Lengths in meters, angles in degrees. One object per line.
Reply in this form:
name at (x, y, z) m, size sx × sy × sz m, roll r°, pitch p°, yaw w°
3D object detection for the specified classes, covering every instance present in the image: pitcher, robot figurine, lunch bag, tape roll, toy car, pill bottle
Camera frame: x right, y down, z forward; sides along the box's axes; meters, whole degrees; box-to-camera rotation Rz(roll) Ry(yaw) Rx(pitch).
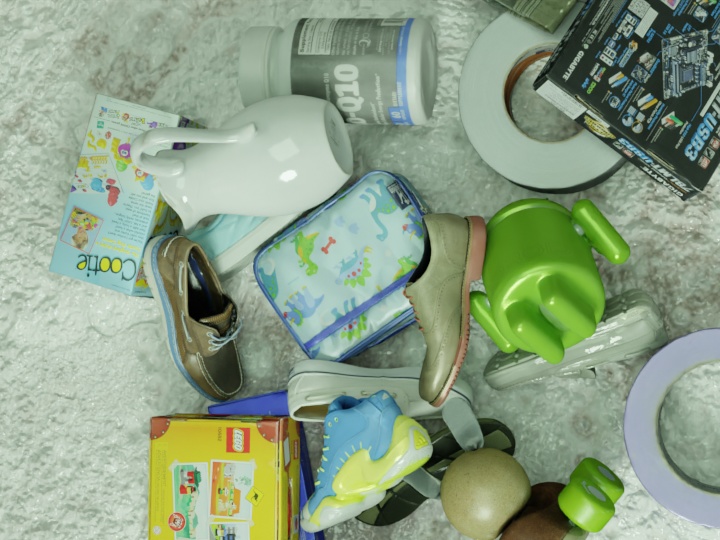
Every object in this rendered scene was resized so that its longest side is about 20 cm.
pitcher at (-0.122, -0.118, 1.638) m, size 0.199 × 0.172 × 0.122 m, roll -15°, pitch 67°, yaw 17°
robot figurine at (0.182, 0.004, 1.621) m, size 0.115 × 0.200 × 0.175 m, roll 36°, pitch 113°, yaw -26°
lunch bag at (0.000, 0.000, 1.711) m, size 0.199 × 0.082 × 0.161 m, roll -32°, pitch 85°, yaw 10°
tape roll at (0.369, 0.158, 1.617) m, size 0.198 × 0.085 × 0.202 m, roll -1°, pitch 87°, yaw 13°
toy car at (0.138, 0.230, 1.622) m, size 0.200 × 0.158 × 0.165 m, roll 39°, pitch 105°, yaw 8°
pill bottle at (-0.024, -0.214, 1.708) m, size 0.198 × 0.114 × 0.115 m, roll 2°, pitch 88°, yaw 13°
tape roll at (0.205, -0.182, 1.680) m, size 0.199 × 0.066 × 0.202 m, roll -1°, pitch 86°, yaw 13°

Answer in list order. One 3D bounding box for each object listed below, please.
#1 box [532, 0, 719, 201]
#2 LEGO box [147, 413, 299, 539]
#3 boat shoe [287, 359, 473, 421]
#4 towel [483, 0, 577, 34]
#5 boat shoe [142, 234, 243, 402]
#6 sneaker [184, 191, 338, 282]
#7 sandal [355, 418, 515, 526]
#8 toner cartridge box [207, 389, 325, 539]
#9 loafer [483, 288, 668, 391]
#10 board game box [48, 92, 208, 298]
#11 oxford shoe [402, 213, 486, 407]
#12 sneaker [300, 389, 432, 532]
box at (0.306, -0.208, 1.608) m, size 0.198 × 0.050 × 0.201 m, roll 35°, pitch 74°, yaw -8°
LEGO box at (-0.144, 0.254, 1.686) m, size 0.148 × 0.077 × 0.202 m, roll 0°, pitch 87°, yaw 14°
boat shoe at (0.020, 0.143, 1.678) m, size 0.198 × 0.071 × 0.070 m, roll 8°, pitch 51°, yaw -4°
towel at (0.191, -0.358, 1.673) m, size 0.192 × 0.035 × 0.200 m, roll 37°, pitch 87°, yaw 33°
boat shoe at (-0.169, 0.056, 1.711) m, size 0.072 × 0.072 × 0.201 m, roll 0°, pitch 122°, yaw 46°
sneaker at (-0.111, -0.070, 1.742) m, size 0.199 × 0.074 × 0.082 m, roll -36°, pitch 83°, yaw 8°
sandal at (0.070, 0.204, 1.692) m, size 0.200 × 0.057 × 0.080 m, roll -28°, pitch 117°, yaw 21°
toner cartridge box at (-0.100, 0.237, 1.739) m, size 0.094 × 0.043 × 0.202 m, roll -12°, pitch 85°, yaw 13°
loafer at (0.224, 0.087, 1.661) m, size 0.199 × 0.070 × 0.070 m, roll -22°, pitch 112°, yaw 22°
board game box at (-0.255, -0.080, 1.759) m, size 0.104 × 0.103 × 0.201 m, roll 16°, pitch 91°, yaw 12°
oxford shoe at (0.075, 0.038, 1.631) m, size 0.074 × 0.070 × 0.202 m, roll 9°, pitch 92°, yaw -13°
sneaker at (-0.009, 0.189, 1.637) m, size 0.200 × 0.076 × 0.105 m, roll -40°, pitch 72°, yaw 37°
